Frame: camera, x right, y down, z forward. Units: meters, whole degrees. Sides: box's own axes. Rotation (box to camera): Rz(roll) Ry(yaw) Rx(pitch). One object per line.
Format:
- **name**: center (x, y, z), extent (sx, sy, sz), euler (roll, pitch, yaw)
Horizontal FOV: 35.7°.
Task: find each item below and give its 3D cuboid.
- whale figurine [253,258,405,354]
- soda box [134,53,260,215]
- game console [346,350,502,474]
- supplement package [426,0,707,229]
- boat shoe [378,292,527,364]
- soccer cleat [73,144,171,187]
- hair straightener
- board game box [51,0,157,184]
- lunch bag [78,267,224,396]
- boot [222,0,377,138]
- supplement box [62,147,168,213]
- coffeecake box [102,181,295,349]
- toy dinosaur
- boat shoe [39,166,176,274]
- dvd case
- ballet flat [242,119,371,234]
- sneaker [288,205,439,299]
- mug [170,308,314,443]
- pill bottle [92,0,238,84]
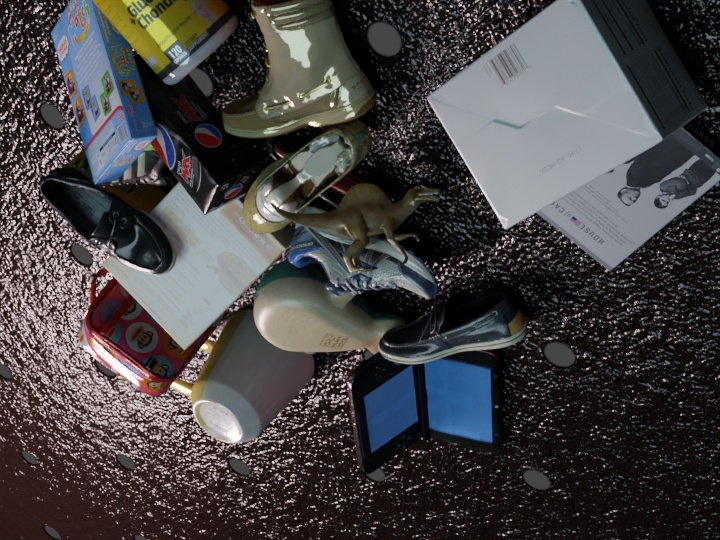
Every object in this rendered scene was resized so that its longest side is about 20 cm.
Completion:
- **whale figurine**: center (-0.040, 0.048, 1.463), extent (0.198, 0.105, 0.160), euler (15, 140, -15)
- **soda box**: center (-0.210, -0.169, 1.333), extent (0.201, 0.070, 0.063), euler (52, 142, 12)
- **game console**: center (0.087, 0.191, 1.478), extent (0.118, 0.171, 0.202), euler (37, 147, 39)
- **supplement package**: center (0.193, -0.162, 1.068), extent (0.199, 0.111, 0.157), euler (-31, 91, 45)
- **boat shoe**: center (0.108, 0.068, 1.383), extent (0.198, 0.075, 0.063), euler (-12, 119, 29)
- **soccer cleat**: center (-0.294, -0.135, 1.441), extent (0.198, 0.068, 0.081), euler (-22, 122, 23)
- **hair straightener**: center (-0.065, -0.103, 1.362), extent (0.198, 0.041, 0.077), euler (25, 138, 3)
- **board game box**: center (-0.307, -0.224, 1.326), extent (0.151, 0.036, 0.202), euler (-28, 78, 56)
- **lunch bag**: center (-0.287, 0.052, 1.532), extent (0.175, 0.201, 0.082), euler (36, 143, -3)
- **boot**: center (-0.093, -0.232, 1.243), extent (0.198, 0.073, 0.157), euler (-4, 126, 33)
- **supplement box**: center (-0.312, -0.085, 1.523), extent (0.199, 0.067, 0.069), euler (33, 140, 3)
- **coffeecake box**: center (-0.203, -0.026, 1.429), extent (0.154, 0.073, 0.200), euler (46, 109, -3)
- **toy dinosaur**: center (-0.003, -0.049, 1.301), extent (0.058, 0.197, 0.102), euler (150, 110, -80)
- **boat shoe**: center (-0.316, -0.060, 1.378), extent (0.199, 0.066, 0.075), euler (42, 106, 11)
- **dvd case**: center (0.267, -0.100, 1.167), extent (0.150, 0.025, 0.200), euler (38, 138, -3)
- **ballet flat**: center (-0.072, -0.105, 1.301), extent (0.199, 0.071, 0.071), euler (-36, 105, 23)
- **sneaker**: center (0.000, 0.000, 1.368), extent (0.198, 0.086, 0.077), euler (24, 169, 16)
- **mug**: center (-0.177, 0.164, 1.595), extent (0.185, 0.154, 0.150), euler (-15, 120, 41)
- **pill bottle**: center (-0.237, -0.314, 1.233), extent (0.112, 0.112, 0.200), euler (-26, 111, 44)
